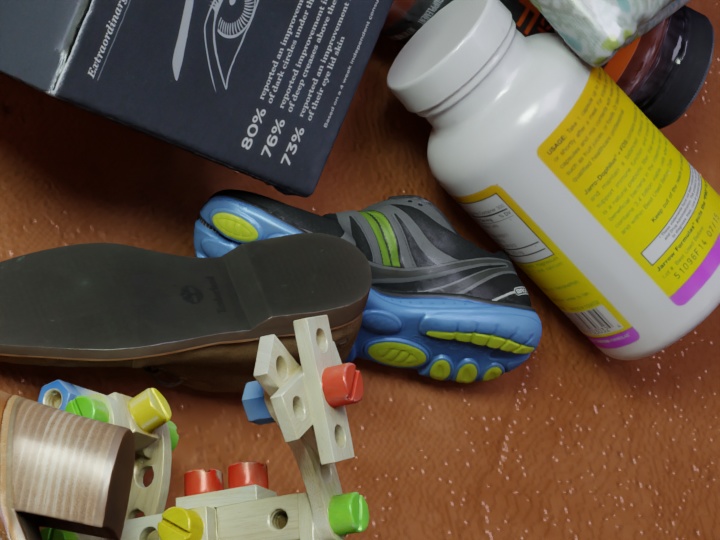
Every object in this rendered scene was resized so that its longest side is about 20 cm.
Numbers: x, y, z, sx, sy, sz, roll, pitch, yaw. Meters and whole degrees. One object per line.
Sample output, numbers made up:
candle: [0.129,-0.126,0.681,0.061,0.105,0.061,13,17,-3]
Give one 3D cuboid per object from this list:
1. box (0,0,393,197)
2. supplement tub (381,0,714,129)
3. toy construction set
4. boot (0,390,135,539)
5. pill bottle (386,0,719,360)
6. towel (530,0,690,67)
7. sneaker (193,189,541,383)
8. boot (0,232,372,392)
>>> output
box: [-0.087,-0.138,1.288,0.200,0.104,0.149,22,92,-51]
supplement tub: [0.097,-0.148,1.501,0.199,0.107,0.108,23,54,-21]
toy construction set: [-0.068,0.093,1.205,0.092,0.199,0.132,16,63,-46]
boot: [-0.187,0.144,1.142,0.154,0.074,0.201,8,66,9]
pill bottle: [0.106,-0.053,1.434,0.200,0.104,0.105,45,48,-19]
towel: [0.117,-0.207,1.451,0.171,0.048,0.200,46,39,6]
sneaker: [0.001,0.000,1.385,0.199,0.071,0.083,16,43,-28]
boot: [-0.096,0.032,1.296,0.199,0.076,0.074,-2,47,-13]
